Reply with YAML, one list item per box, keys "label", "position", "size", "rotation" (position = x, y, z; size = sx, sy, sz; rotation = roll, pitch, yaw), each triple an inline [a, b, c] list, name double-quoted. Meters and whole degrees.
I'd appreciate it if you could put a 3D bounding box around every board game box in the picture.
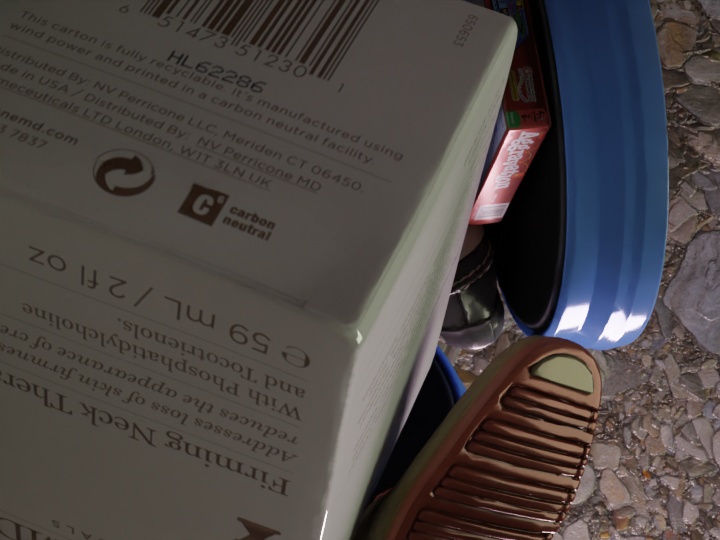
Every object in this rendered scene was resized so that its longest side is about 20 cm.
- label: "board game box"
  position: [0.043, -0.130, 0.657]
  size: [0.103, 0.019, 0.201]
  rotation: [110, -27, -70]

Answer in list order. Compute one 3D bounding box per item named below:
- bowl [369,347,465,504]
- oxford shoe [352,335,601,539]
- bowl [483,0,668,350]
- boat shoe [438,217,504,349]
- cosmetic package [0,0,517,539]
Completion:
- label: "bowl"
  position: [-0.039, 0.091, 0.776]
  size: [0.039, 0.200, 0.201]
  rotation: [81, 29, -50]
- label: "oxford shoe"
  position: [0.025, 0.101, 0.645]
  size: [0.200, 0.070, 0.075]
  rotation: [-58, -149, 15]
- label: "bowl"
  position: [0.079, -0.065, 0.667]
  size: [0.201, 0.039, 0.202]
  rotation: [173, -90, -83]
- label: "boat shoe"
  position: [0.000, 0.000, 0.764]
  size: [0.073, 0.063, 0.200]
  rotation: [-37, -158, -22]
- label: "cosmetic package"
  position: [-0.058, 0.002, 0.586]
  size: [0.200, 0.167, 0.167]
  rotation: [100, 13, -48]
